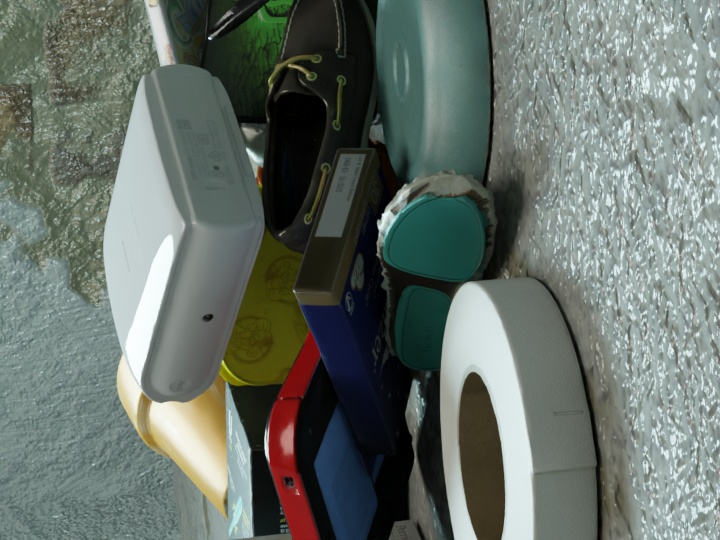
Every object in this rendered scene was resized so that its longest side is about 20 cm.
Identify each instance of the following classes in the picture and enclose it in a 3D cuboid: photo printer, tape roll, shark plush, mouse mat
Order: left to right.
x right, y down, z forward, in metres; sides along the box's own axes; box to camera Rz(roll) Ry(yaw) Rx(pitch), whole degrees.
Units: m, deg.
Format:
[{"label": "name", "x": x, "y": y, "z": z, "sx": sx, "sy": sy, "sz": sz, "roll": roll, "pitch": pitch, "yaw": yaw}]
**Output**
[{"label": "photo printer", "x": -0.132, "y": -0.018, "z": 1.234, "sx": 0.201, "sy": 0.069, "sz": 0.167, "roll": 112, "pitch": 149, "yaw": -43}, {"label": "shark plush", "x": -0.064, "y": -0.152, "z": 1.307, "sx": 0.083, "sy": 0.090, "sz": 0.202, "roll": -46, "pitch": 40, "yaw": 47}, {"label": "mouse mat", "x": -0.046, "y": -0.204, "z": 1.243, "sx": 0.008, "sy": 0.160, "sz": 0.202, "roll": 9, "pitch": -93, "yaw": -56}, {"label": "tape roll", "x": 0.084, "y": 0.105, "z": 0.960, "sx": 0.203, "sy": 0.037, "sz": 0.205, "roll": 176, "pitch": 90, "yaw": -80}]

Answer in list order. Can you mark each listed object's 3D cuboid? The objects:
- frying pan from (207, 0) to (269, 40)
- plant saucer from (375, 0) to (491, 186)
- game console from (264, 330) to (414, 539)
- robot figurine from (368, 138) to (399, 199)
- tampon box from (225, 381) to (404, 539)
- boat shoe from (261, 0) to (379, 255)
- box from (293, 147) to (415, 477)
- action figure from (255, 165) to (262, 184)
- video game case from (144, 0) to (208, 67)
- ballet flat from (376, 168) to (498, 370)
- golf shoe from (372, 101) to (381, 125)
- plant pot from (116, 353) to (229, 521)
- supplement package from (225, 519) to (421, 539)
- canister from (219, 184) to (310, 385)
[{"label": "frying pan", "x": -0.023, "y": -0.205, "z": 1.164, "sx": 0.190, "sy": 0.031, "sz": 0.115, "roll": -50, "pitch": 31, "yaw": 10}, {"label": "plant saucer", "x": 0.040, "y": -0.128, "z": 1.103, "sx": 0.200, "sy": 0.036, "sz": 0.202, "roll": 176, "pitch": 90, "yaw": -80}, {"label": "game console", "x": -0.006, "y": 0.119, "z": 1.182, "sx": 0.178, "sy": 0.031, "sz": 0.201, "roll": -62, "pitch": -31, "yaw": -44}, {"label": "robot figurine", "x": 0.000, "y": 0.000, "z": 1.307, "sx": 0.145, "sy": 0.058, "sz": 0.202, "roll": -135, "pitch": 42, "yaw": -76}, {"label": "tampon box", "x": -0.038, "y": 0.202, "z": 1.410, "sx": 0.150, "sy": 0.125, "sz": 0.202, "roll": -125, "pitch": 33, "yaw": -69}, {"label": "boat shoe", "x": -0.031, "y": -0.110, "z": 1.174, "sx": 0.060, "sy": 0.071, "sz": 0.204, "roll": 19, "pitch": -114, "yaw": -52}, {"label": "box", "x": 0.008, "y": 0.033, "z": 1.140, "sx": 0.201, "sy": 0.032, "sz": 0.122, "roll": 72, "pitch": -154, "yaw": -47}, {"label": "action figure", "x": -0.050, "y": -0.022, "z": 1.469, "sx": 0.194, "sy": 0.103, "sz": 0.201, "roll": 84, "pitch": 177, "yaw": -52}, {"label": "video game case", "x": -0.093, "y": -0.194, "z": 1.380, "sx": 0.023, "sy": 0.199, "sz": 0.184, "roll": -6, "pitch": 102, "yaw": 36}, {"label": "ballet flat", "x": 0.044, "y": -0.013, "z": 1.052, "sx": 0.201, "sy": 0.071, "sz": 0.072, "roll": 99, "pitch": 163, "yaw": -57}, {"label": "golf shoe", "x": -0.020, "y": -0.145, "z": 1.320, "sx": 0.200, "sy": 0.076, "sz": 0.089, "roll": 151, "pitch": 109, "yaw": -79}, {"label": "plant pot", "x": -0.108, "y": 0.139, "z": 1.658, "sx": 0.184, "sy": 0.198, "sz": 0.201, "roll": 54, "pitch": 151, "yaw": 39}, {"label": "supplement package", "x": -0.042, "y": 0.292, "z": 1.263, "sx": 0.152, "sy": 0.198, "sz": 0.152, "roll": -119, "pitch": 27, "yaw": -65}, {"label": "canister", "x": -0.100, "y": 0.006, "z": 1.378, "sx": 0.200, "sy": 0.086, "sz": 0.150, "roll": -170, "pitch": 76, "yaw": -71}]
